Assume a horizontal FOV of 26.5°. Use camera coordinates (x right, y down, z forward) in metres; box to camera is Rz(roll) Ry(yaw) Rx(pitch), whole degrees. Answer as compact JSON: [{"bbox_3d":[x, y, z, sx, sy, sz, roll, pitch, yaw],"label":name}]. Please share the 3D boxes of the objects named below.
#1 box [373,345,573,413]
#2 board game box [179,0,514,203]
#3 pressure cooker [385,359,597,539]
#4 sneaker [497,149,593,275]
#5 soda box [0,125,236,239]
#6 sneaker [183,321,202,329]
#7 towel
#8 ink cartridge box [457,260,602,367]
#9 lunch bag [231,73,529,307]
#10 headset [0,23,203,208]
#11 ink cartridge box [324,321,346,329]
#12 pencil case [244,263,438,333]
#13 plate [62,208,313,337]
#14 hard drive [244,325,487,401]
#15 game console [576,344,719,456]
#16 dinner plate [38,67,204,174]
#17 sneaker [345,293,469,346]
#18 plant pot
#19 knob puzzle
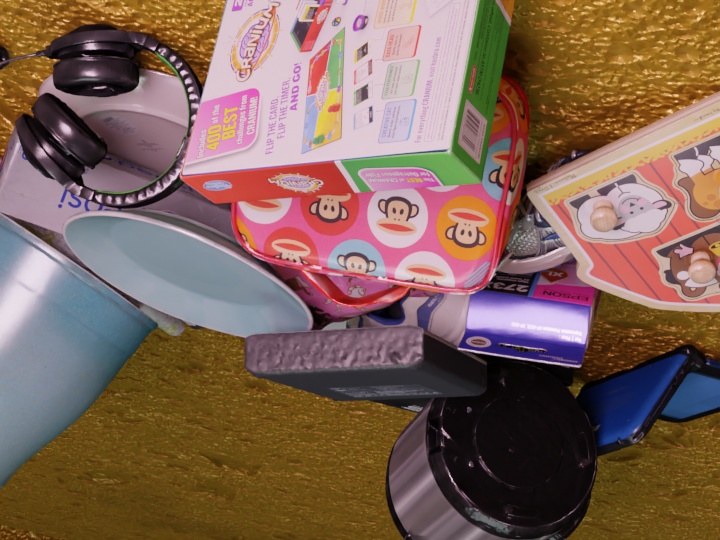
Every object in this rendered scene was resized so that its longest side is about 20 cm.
[{"bbox_3d":[0.079,0.096,1.526,0.198,0.048,0.192,17,152,-35],"label":"box"},{"bbox_3d":[-0.007,-0.123,0.934,0.198,0.155,0.040,-2,155,34],"label":"board game box"},{"bbox_3d":[0.117,0.193,1.462,0.174,0.181,0.200,-3,156,-21],"label":"pressure cooker"},{"bbox_3d":[0.157,-0.054,1.142,0.197,0.078,0.085,-7,146,22],"label":"sneaker"},{"bbox_3d":[-0.196,-0.052,1.239,0.198,0.069,0.063,20,-171,-19],"label":"soda box"},{"bbox_3d":[-0.145,-0.007,1.448,0.083,0.072,0.200,46,154,-4],"label":"sneaker"},{"bbox_3d":[-0.249,-0.022,1.383,0.170,0.048,0.200,29,171,29],"label":"towel"},{"bbox_3d":[0.139,0.017,1.192,0.093,0.200,0.038,8,114,12],"label":"ink cartridge box"},{"bbox_3d":[0.011,-0.059,1.048,0.197,0.179,0.082,12,-161,10],"label":"lunch bag"},{"bbox_3d":[-0.202,-0.122,1.113,0.198,0.125,0.094,25,180,7],"label":"headset"},{"bbox_3d":[0.015,0.022,1.455,0.197,0.058,0.163,-3,164,-21],"label":"ink cartridge box"},{"bbox_3d":[0.000,0.000,1.176,0.199,0.084,0.086,-21,-177,38],"label":"pencil case"},{"bbox_3d":[-0.125,-0.002,1.130,0.198,0.026,0.201,18,160,6],"label":"plate"},{"bbox_3d":[0.010,0.075,1.190,0.138,0.033,0.200,-3,169,18],"label":"hard drive"},{"bbox_3d":[0.295,0.155,1.517,0.118,0.171,0.200,43,152,-6],"label":"game console"},{"bbox_3d":[-0.166,-0.107,1.238,0.197,0.025,0.201,11,157,5],"label":"dinner plate"},{"bbox_3d":[0.029,0.027,1.293,0.087,0.076,0.199,24,161,-24],"label":"sneaker"},{"bbox_3d":[-0.301,0.068,1.268,0.199,0.189,0.200,32,173,5],"label":"plant pot"},{"bbox_3d":[0.241,-0.025,1.082,0.216,0.031,0.221,2,137,2],"label":"knob puzzle"}]
